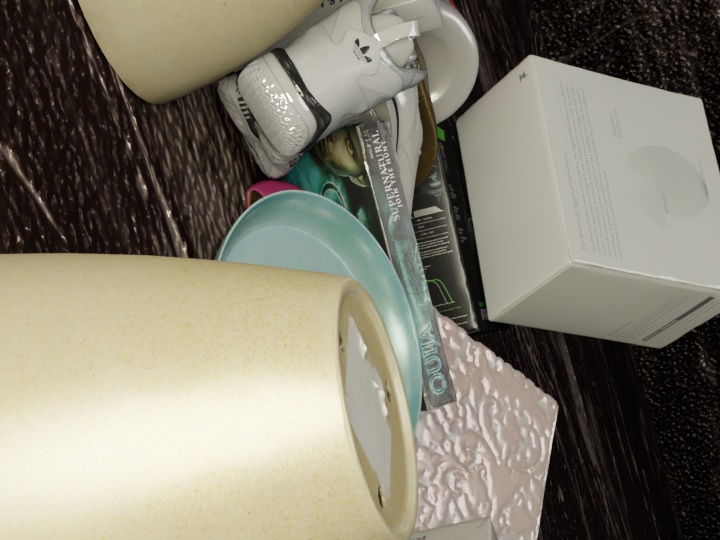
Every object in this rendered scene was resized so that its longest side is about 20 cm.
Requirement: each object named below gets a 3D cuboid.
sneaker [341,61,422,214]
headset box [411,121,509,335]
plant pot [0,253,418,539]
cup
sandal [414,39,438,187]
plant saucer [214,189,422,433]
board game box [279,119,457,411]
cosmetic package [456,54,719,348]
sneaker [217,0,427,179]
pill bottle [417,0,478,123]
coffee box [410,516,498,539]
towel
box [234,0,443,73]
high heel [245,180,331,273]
[{"bbox_3d":[0.015,-0.064,1.294,0.081,0.076,0.201,-47,150,-52],"label":"sneaker"},{"bbox_3d":[0.055,-0.035,1.514,0.174,0.092,0.202,8,69,-76],"label":"headset box"},{"bbox_3d":[-0.087,0.070,0.611,0.187,0.198,0.189,-13,90,-76],"label":"plant pot"},{"bbox_3d":[-0.080,-0.214,1.022,0.200,0.142,0.202,-13,90,-77],"label":"cup"},{"bbox_3d":[0.016,-0.145,1.326,0.054,0.080,0.201,-84,167,-56],"label":"sandal"},{"bbox_3d":[-0.032,0.050,1.087,0.199,0.027,0.202,23,60,-45],"label":"plant saucer"},{"bbox_3d":[0.000,0.000,1.222,0.135,0.028,0.202,-8,-82,61],"label":"board game box"},{"bbox_3d":[0.205,-0.055,1.496,0.199,0.123,0.201,11,59,-32],"label":"cosmetic package"},{"bbox_3d":[-0.023,-0.120,1.113,0.076,0.114,0.200,60,-9,-4],"label":"sneaker"},{"bbox_3d":[0.025,-0.207,1.459,0.200,0.111,0.113,-112,180,-59],"label":"pill bottle"},{"bbox_3d":[0.065,0.280,1.219,0.080,0.113,0.201,-85,157,-53],"label":"coffee box"},{"bbox_3d":[0.074,0.144,1.338,0.200,0.032,0.192,37,53,-35],"label":"towel"},{"bbox_3d":[-0.027,-0.244,1.240,0.041,0.155,0.202,49,31,-57],"label":"box"},{"bbox_3d":[-0.039,0.040,1.150,0.096,0.067,0.202,16,56,-63],"label":"high heel"}]
